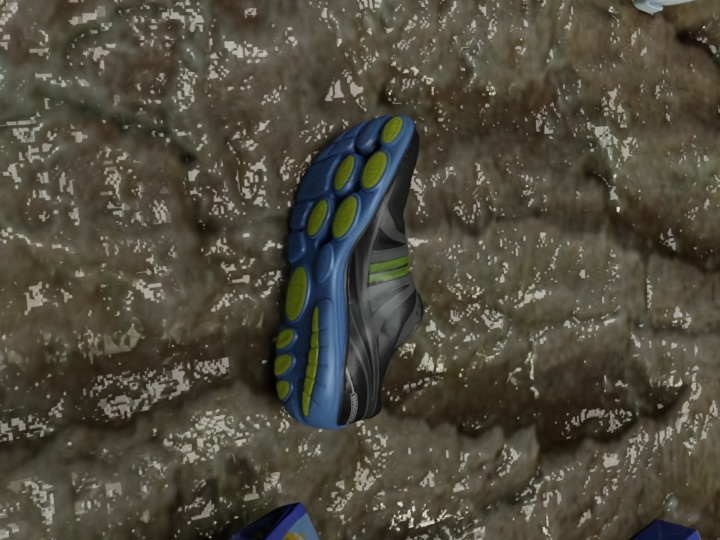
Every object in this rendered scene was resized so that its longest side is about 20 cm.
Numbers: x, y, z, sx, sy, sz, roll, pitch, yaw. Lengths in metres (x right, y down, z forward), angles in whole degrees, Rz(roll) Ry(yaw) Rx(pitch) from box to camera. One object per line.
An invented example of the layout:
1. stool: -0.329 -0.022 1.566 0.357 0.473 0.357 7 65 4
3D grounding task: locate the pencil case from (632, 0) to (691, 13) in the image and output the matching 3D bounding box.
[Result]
1. pencil case: 0.221 -0.291 0.866 0.090 0.083 0.201 -18 102 -24

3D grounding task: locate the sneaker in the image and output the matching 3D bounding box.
1. sneaker: 0.000 0.000 0.763 0.082 0.071 0.201 13 87 -45

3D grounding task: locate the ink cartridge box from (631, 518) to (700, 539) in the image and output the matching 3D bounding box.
1. ink cartridge box: 0.241 0.305 0.936 0.094 0.044 0.201 -28 106 -29

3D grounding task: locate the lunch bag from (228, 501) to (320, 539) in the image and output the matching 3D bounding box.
1. lunch bag: -0.064 0.242 0.687 0.200 0.094 0.151 -38 105 -39
